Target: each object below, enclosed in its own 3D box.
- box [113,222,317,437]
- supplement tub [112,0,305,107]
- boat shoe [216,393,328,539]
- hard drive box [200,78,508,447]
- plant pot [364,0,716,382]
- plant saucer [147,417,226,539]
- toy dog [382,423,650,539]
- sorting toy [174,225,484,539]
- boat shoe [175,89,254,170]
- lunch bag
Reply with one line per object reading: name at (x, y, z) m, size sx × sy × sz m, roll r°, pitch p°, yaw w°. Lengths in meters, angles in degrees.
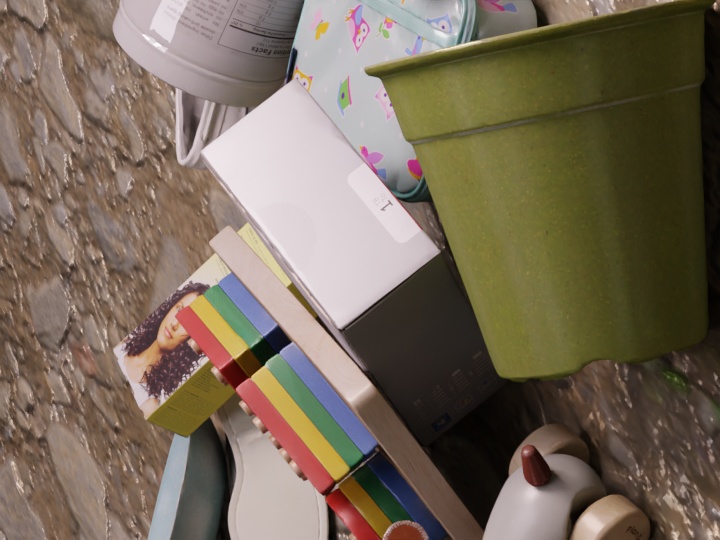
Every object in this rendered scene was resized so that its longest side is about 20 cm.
box at (-0.079, 0.023, 1.678) m, size 0.200 × 0.050 × 0.075 m, roll -43°, pitch 50°, yaw 14°
supplement tub at (-0.076, -0.228, 1.661) m, size 0.132 × 0.132 × 0.200 m, roll 53°, pitch 125°, yaw 43°
boat shoe at (-0.062, 0.144, 1.734) m, size 0.062 × 0.073 × 0.200 m, roll 37°, pitch -142°, yaw -78°
hard drive box at (0.000, 0.000, 1.479) m, size 0.077 × 0.200 × 0.156 m, roll -38°, pitch 62°, yaw -2°
plant pot at (0.119, -0.042, 1.356) m, size 0.200 × 0.200 × 0.190 m, roll -7°, pitch 97°, yaw 56°
plant saucer at (-0.129, 0.191, 1.770) m, size 0.201 × 0.039 × 0.201 m, roll -166°, pitch 90°, yaw -82°
toy dog at (0.077, 0.172, 1.414) m, size 0.132 × 0.096 × 0.200 m, roll 16°, pitch 72°, yaw 41°
sorting toy at (-0.021, 0.099, 1.532) m, size 0.070 × 0.200 × 0.199 m, roll -39°, pitch 43°, yaw -4°
boat shoe at (-0.108, -0.172, 1.784) m, size 0.074 × 0.065 × 0.200 m, roll -12°, pitch 80°, yaw 56°
lunch bag at (0.027, -0.139, 1.567) m, size 0.200 × 0.077 × 0.161 m, roll 35°, pitch 119°, yaw 51°
